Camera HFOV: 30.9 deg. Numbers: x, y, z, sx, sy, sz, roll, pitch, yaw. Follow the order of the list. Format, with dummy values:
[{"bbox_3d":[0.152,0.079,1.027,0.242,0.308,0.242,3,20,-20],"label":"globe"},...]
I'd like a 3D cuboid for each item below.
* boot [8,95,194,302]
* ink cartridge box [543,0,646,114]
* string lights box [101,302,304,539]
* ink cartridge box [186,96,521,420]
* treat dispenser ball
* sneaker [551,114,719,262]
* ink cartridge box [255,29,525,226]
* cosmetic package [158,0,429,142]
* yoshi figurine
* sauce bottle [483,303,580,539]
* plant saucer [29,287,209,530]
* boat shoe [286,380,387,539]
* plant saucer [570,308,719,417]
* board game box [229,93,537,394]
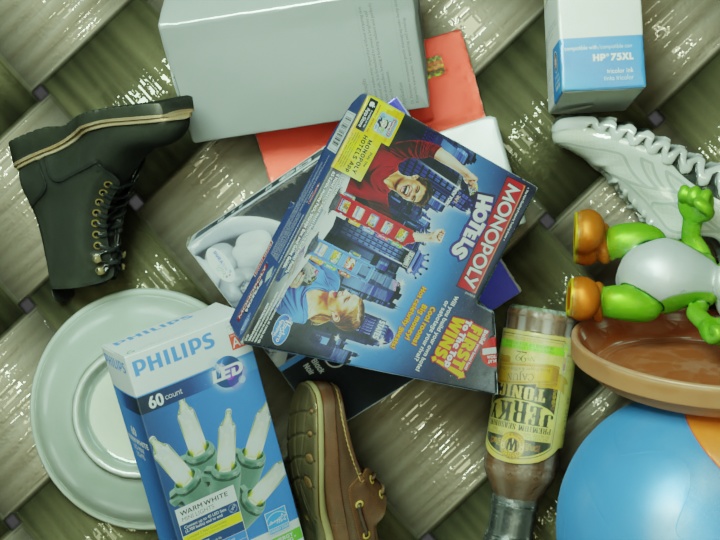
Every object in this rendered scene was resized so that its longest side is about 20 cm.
[{"bbox_3d":[-0.192,-0.056,1.036,0.199,0.077,0.140,-11,93,45],"label":"boot"},{"bbox_3d":[0.181,-0.233,1.032,0.067,0.116,0.202,-2,88,3],"label":"ink cartridge box"},{"bbox_3d":[-0.121,0.138,1.014,0.102,0.059,0.202,-21,106,-25],"label":"string lights box"},{"bbox_3d":[0.000,0.000,1.026,0.199,0.043,0.199,-34,108,6],"label":"ink cartridge box"},{"bbox_3d":[0.246,0.192,0.970,0.199,0.201,0.203,0,88,3],"label":"treat dispenser ball"},{"bbox_3d":[0.241,-0.066,1.049,0.199,0.075,0.082,25,98,4],"label":"sneaker"},{"bbox_3d":[0.017,-0.092,1.072,0.198,0.044,0.175,-17,88,2],"label":"ink cartridge box"},{"bbox_3d":[-0.050,-0.179,1.030,0.198,0.081,0.113,-6,129,6],"label":"cosmetic package"},{"bbox_3d":[0.259,0.002,0.986,0.198,0.112,0.113,6,119,6],"label":"yoshi figurine"},{"bbox_3d":[0.134,0.130,1.046,0.064,0.065,0.202,7,88,3],"label":"sauce bottle"},{"bbox_3d":[-0.179,0.115,1.069,0.198,0.050,0.202,0,88,3],"label":"plant saucer"},{"bbox_3d":[-0.016,0.178,1.040,0.067,0.072,0.202,-12,107,-19],"label":"boat shoe"},{"bbox_3d":[0.258,0.069,0.979,0.198,0.200,0.033,3,105,3],"label":"plant saucer"},{"bbox_3d":[0.037,0.000,0.974,0.199,0.062,0.201,27,95,-18],"label":"board game box"}]
